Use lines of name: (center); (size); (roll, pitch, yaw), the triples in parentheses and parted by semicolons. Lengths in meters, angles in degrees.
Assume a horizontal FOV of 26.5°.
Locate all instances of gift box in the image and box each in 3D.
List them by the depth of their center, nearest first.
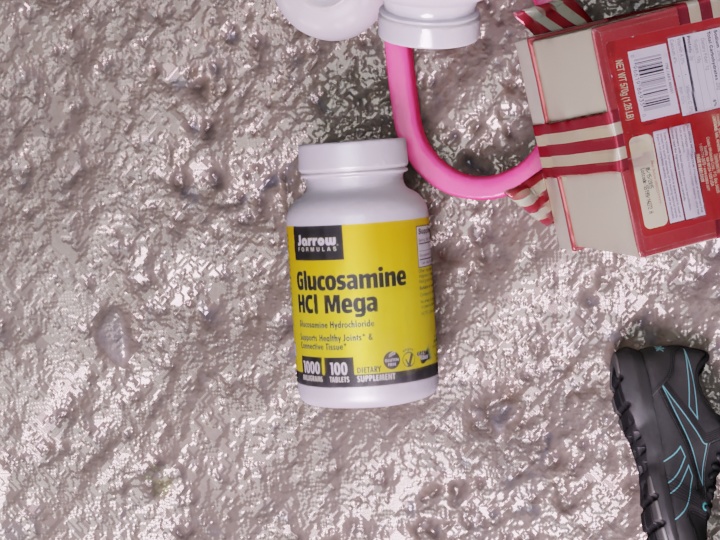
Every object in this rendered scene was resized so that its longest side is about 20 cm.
gift box: (0.206, -0.112, 1.092); (0.199, 0.187, 0.186); (-10, 96, -10)

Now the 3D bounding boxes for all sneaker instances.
sneaker: (0.246, 0.149, 1.158); (0.079, 0.075, 0.201); (-9, 74, -4)

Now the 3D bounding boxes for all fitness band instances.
fitness band: (0.092, -0.155, 1.195); (0.143, 0.037, 0.201); (-6, 93, 11)

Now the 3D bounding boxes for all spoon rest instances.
spoon rest: (-0.004, -0.276, 1.199); (0.099, 0.061, 0.201); (28, 112, 8)

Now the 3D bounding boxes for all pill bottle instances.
pill bottle: (0.053, -0.269, 1.109); (0.112, 0.113, 0.201); (6, 114, 10)
pill bottle: (0.000, 0.000, 1.187); (0.112, 0.112, 0.201); (-4, 94, 11)
